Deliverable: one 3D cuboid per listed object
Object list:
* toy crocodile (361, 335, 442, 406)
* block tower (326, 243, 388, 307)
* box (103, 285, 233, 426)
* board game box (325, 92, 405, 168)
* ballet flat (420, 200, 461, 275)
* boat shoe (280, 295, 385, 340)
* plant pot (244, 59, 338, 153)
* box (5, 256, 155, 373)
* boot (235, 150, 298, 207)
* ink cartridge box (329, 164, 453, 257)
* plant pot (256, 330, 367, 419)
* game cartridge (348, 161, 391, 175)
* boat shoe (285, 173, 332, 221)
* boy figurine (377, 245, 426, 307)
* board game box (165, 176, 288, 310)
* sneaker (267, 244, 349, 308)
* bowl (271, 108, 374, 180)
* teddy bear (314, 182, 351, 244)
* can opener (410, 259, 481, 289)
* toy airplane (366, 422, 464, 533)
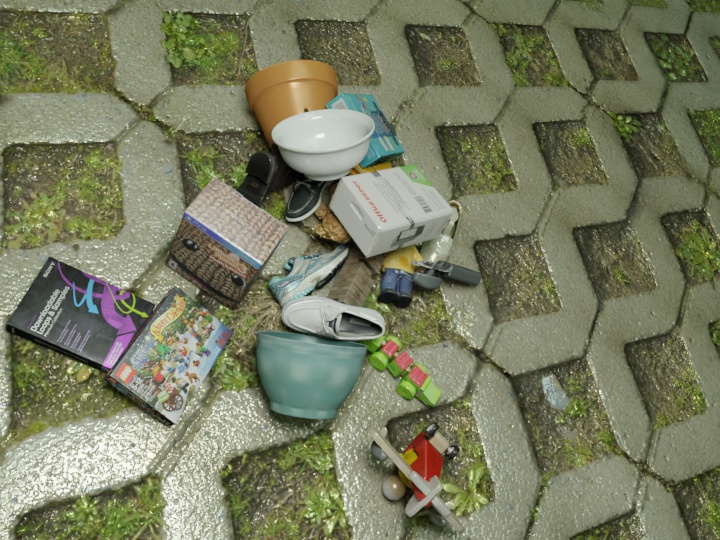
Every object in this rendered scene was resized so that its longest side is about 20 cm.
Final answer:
[{"bbox_3d":[0.082,0.189,1.414,0.200,0.062,0.067,45,54,2],"label":"toy crocodile"},{"bbox_3d":[0.000,0.000,1.460,0.054,0.058,0.201,48,53,-33],"label":"block tower"},{"bbox_3d":[-0.326,0.146,1.233,0.137,0.038,0.200,43,52,-19],"label":"box"},{"bbox_3d":[0.015,-0.303,1.532,0.151,0.047,0.200,60,22,-1],"label":"board game box"},{"bbox_3d":[0.187,-0.079,1.608,0.069,0.069,0.201,29,55,-9],"label":"ballet flat"},{"bbox_3d":[-0.050,0.092,1.339,0.199,0.065,0.074,3,100,-7],"label":"boat shoe"},{"bbox_3d":[-0.135,-0.336,1.518,0.199,0.200,0.141,-6,77,-28],"label":"plant pot"},{"bbox_3d":[-0.475,0.079,1.220,0.199,0.036,0.143,25,56,-11],"label":"box"},{"bbox_3d":[-0.186,-0.170,1.452,0.069,0.200,0.174,36,21,9],"label":"boot"},{"bbox_3d":[0.061,-0.123,1.418,0.199,0.084,0.146,-16,59,-37],"label":"ink cartridge box"},{"bbox_3d":[-0.095,0.187,1.267,0.199,0.200,0.135,9,87,-21],"label":"plant pot"},{"bbox_3d":[0.011,-0.247,1.561,0.176,0.032,0.201,37,29,-38],"label":"game cartridge"},{"bbox_3d":[-0.110,-0.184,1.508,0.075,0.061,0.200,2,44,22],"label":"boat shoe"},{"bbox_3d":[0.091,-0.020,1.531,0.124,0.064,0.201,18,60,-11],"label":"boy figurine"},{"bbox_3d":[-0.247,-0.043,1.295,0.159,0.200,0.097,34,54,-4],"label":"board game box"},{"bbox_3d":[-0.102,-0.005,1.422,0.086,0.078,0.200,44,54,6],"label":"sneaker"},{"bbox_3d":[-0.069,-0.234,1.377,0.200,0.091,0.201,-3,33,2],"label":"bowl"},{"bbox_3d":[-0.031,-0.119,1.501,0.144,0.067,0.200,1,37,-10],"label":"teddy bear"},{"bbox_3d":[0.181,0.015,1.538,0.199,0.053,0.067,15,94,-43],"label":"can opener"},{"bbox_3d":[0.097,0.376,1.273,0.199,0.141,0.201,26,33,-50],"label":"toy airplane"}]
